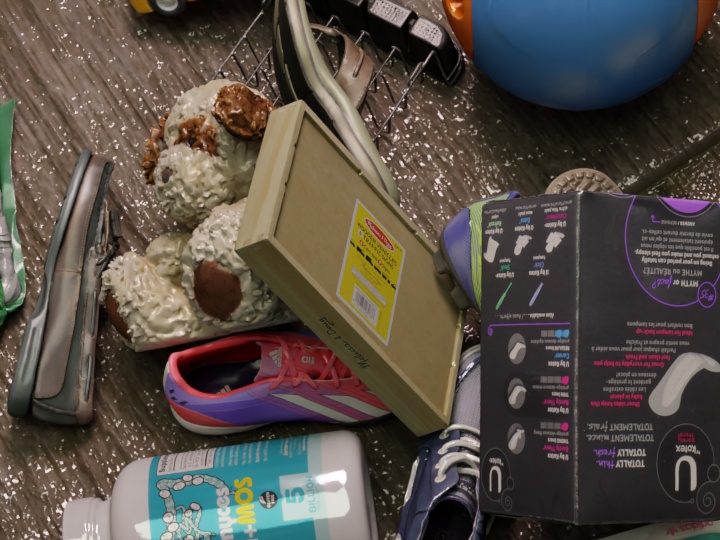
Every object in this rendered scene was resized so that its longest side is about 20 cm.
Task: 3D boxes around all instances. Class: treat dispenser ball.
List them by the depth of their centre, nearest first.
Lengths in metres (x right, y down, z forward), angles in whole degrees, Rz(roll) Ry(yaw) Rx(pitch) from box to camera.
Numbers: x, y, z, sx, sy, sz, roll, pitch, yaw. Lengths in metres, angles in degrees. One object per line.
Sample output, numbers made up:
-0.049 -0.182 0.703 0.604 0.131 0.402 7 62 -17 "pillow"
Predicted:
0.154 -0.213 1.353 0.200 0.201 0.202 -2 66 5 "treat dispenser ball"

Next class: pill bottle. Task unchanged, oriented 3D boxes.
-0.091 0.172 1.264 0.199 0.111 0.111 -9 66 3 "pill bottle"

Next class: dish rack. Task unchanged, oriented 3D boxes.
-0.036 -0.128 1.420 0.153 0.055 0.200 29 75 19 "dish rack"

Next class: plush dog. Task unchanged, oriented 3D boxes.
-0.084 -0.045 1.309 0.160 0.200 0.173 -9 86 -32 "plush dog"

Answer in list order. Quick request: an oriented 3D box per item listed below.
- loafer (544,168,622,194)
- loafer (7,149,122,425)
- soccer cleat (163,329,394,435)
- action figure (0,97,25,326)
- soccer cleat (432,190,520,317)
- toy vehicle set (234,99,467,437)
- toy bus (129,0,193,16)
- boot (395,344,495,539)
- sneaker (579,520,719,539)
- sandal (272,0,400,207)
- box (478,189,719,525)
0.189 0.023 1.322 0.075 0.068 0.200 -27 82 -13 "loafer"
-0.199 0.015 1.376 0.063 0.072 0.201 15 75 -6 "loafer"
-0.037 0.069 1.321 0.199 0.073 0.068 -8 65 2 "soccer cleat"
-0.292 -0.032 1.409 0.118 0.055 0.201 -16 70 -4 "action figure"
0.129 0.038 1.286 0.084 0.065 0.200 -36 88 29 "soccer cleat"
0.000 0.000 1.250 0.026 0.200 0.125 -21 38 31 "toy vehicle set"
-0.089 -0.253 1.429 0.199 0.078 0.065 -10 40 25 "toy bus"
0.071 0.134 1.265 0.072 0.090 0.201 18 71 -2 "boot"
0.164 0.236 1.219 0.199 0.084 0.121 -16 59 -10 "sneaker"
-0.013 -0.120 1.352 0.057 0.080 0.202 -20 73 -18 "sandal"
0.151 0.055 1.206 0.122 0.106 0.201 3 86 -31 "box"
